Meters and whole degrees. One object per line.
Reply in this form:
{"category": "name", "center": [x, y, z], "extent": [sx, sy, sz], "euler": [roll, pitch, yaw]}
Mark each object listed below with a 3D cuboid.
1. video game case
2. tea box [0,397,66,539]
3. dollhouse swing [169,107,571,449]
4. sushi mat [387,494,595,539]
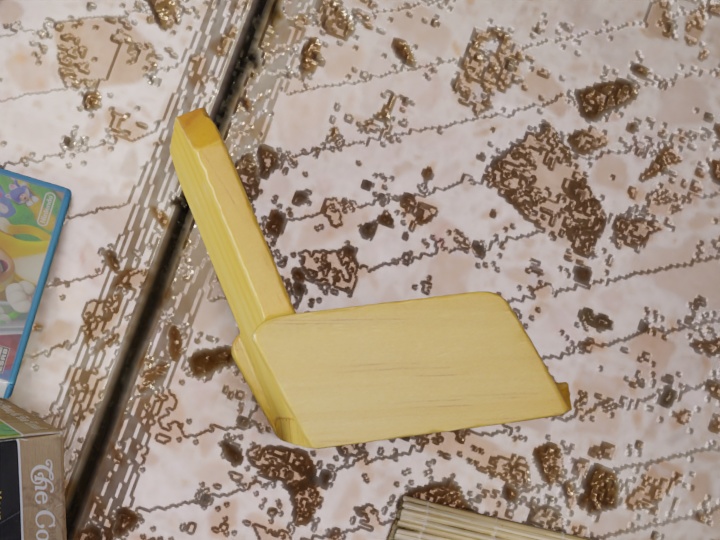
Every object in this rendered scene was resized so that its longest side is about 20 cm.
{"category": "video game case", "center": [-0.268, -0.018, 1.007], "extent": [0.199, 0.018, 0.144], "euler": [17, 49, -9]}
{"category": "tea box", "center": [-0.254, 0.175, 0.929], "extent": [0.196, 0.133, 0.201], "euler": [-3, 97, -27]}
{"category": "dollhouse swing", "center": [0.000, 0.000, 0.992], "extent": [0.181, 0.200, 0.177], "euler": [-7, 86, -7]}
{"category": "sushi mat", "center": [0.106, 0.199, 1.086], "extent": [0.199, 0.012, 0.096], "euler": [14, 86, -6]}
